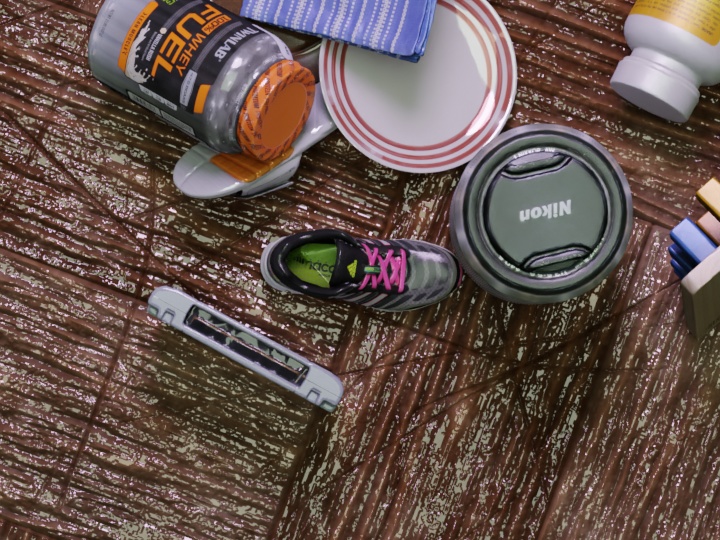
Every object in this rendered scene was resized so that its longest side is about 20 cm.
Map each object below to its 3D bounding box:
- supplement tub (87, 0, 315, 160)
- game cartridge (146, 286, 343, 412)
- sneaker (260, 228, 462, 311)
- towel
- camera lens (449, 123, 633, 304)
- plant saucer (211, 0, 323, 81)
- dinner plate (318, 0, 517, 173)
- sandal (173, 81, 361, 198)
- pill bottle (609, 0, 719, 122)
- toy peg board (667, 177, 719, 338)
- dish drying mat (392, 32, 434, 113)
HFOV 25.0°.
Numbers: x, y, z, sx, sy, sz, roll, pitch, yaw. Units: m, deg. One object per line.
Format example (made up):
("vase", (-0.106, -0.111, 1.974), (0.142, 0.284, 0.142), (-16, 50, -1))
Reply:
("supplement tub", (-0.149, -0.190, 1.537), (0.200, 0.123, 0.123), (30, 89, 22))
("game cartridge", (-0.106, 0.075, 1.548), (0.200, 0.133, 0.042), (28, 90, 1))
("sneaker", (0.000, 0.000, 1.571), (0.199, 0.087, 0.074), (6, 88, 1))
("towel", (-0.014, -0.287, 1.532), (0.200, 0.024, 0.145), (17, 99, 22))
("camera lens", (0.164, -0.048, 1.512), (0.160, 0.200, 0.160), (0, 88, 1))
("plant saucer", (-0.080, -0.281, 1.602), (0.200, 0.032, 0.201), (0, 89, 7))
("dinner plate", (0.055, -0.194, 1.587), (0.200, 0.024, 0.201), (1, 88, -14))
("sandal", (-0.082, -0.113, 1.588), (0.206, 0.059, 0.079), (-30, 50, -16))
("pill bottle", (0.323, -0.249, 1.559), (0.113, 0.113, 0.200), (28, 89, 2))
("toy peg board", (0.356, -0.054, 1.522), (0.199, 0.200, 0.098), (-41, 70, 0))
("dish drying mat", (0.032, -0.254, 1.612), (0.077, 0.018, 0.200), (-3, 88, 2))
